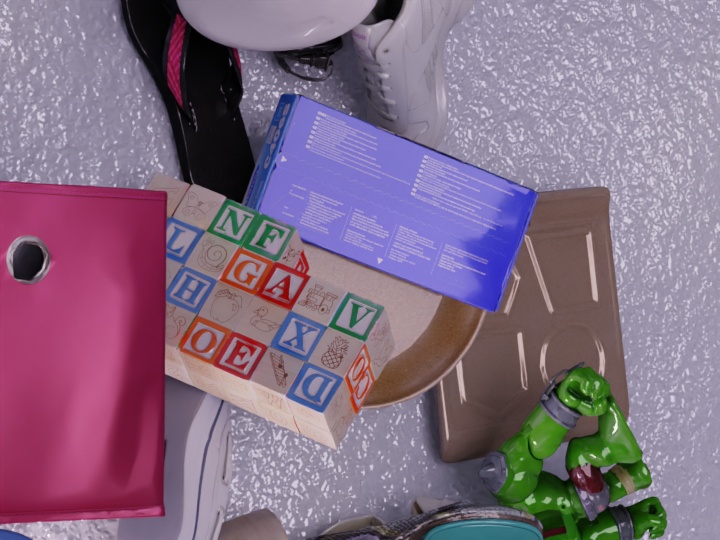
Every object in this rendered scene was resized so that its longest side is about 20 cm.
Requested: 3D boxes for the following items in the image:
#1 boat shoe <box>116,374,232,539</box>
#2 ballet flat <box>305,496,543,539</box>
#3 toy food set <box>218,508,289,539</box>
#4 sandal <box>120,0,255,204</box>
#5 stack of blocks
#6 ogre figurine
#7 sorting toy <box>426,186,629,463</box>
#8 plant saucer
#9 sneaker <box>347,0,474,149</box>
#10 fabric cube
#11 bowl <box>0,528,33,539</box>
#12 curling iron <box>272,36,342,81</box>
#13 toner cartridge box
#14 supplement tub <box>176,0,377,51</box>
[{"bbox_3d":[-0.122,0.129,1.367,0.065,0.073,0.202,50,42,-46],"label":"boat shoe"},{"bbox_3d":[0.034,0.199,1.454,0.198,0.072,0.073,-14,94,-14],"label":"ballet flat"},{"bbox_3d":[-0.100,0.285,1.380,0.142,0.060,0.202,-18,95,-20],"label":"toy food set"},{"bbox_3d":[-0.113,-0.139,1.410,0.075,0.045,0.202,-22,99,-30],"label":"sandal"},{"bbox_3d":[-0.078,0.025,1.339,0.116,0.199,0.059,-59,157,-21],"label":"stack of blocks"},{"bbox_3d":[0.159,0.162,1.514,0.119,0.200,0.099,-30,63,-1],"label":"ogre figurine"},{"bbox_3d":[0.127,0.040,1.557,0.184,0.036,0.202,-7,95,-32],"label":"sorting toy"},{"bbox_3d":[0.000,0.000,1.457,0.198,0.035,0.203,-2,97,-18],"label":"plant saucer"},{"bbox_3d":[0.021,-0.157,1.445,0.099,0.075,0.202,-12,125,-38],"label":"sneaker"},{"bbox_3d":[-0.245,0.052,1.229,0.195,0.199,0.202,3,86,-32],"label":"fabric cube"},{"bbox_3d":[-0.284,0.202,1.204,0.199,0.201,0.040,2,64,-31],"label":"bowl"},{"bbox_3d":[0.015,-0.191,1.498,0.199,0.049,0.026,-30,144,-33],"label":"curling iron"},{"bbox_3d":[0.021,-0.048,1.418,0.198,0.043,0.096,21,88,-19],"label":"toner cartridge box"},{"bbox_3d":[-0.062,-0.270,1.371,0.143,0.144,0.202,9,64,-31],"label":"supplement tub"}]
